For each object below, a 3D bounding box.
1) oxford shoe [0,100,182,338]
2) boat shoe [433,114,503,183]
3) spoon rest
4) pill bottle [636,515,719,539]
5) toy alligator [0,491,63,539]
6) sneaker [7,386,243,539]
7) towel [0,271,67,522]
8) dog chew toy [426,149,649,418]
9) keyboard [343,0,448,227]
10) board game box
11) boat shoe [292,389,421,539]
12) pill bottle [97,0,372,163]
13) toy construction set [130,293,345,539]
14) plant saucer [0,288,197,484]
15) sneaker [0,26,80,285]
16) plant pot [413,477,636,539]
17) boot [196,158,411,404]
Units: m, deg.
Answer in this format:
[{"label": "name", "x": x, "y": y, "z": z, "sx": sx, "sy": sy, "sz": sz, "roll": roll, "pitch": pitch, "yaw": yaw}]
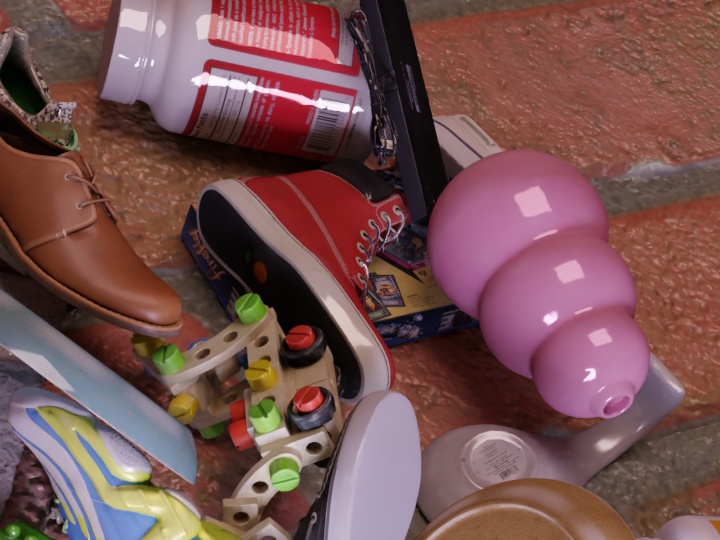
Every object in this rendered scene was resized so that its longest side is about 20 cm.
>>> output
[{"label": "oxford shoe", "x": -0.184, "y": -0.033, "z": 1.494, "sx": 0.200, "sy": 0.071, "sz": 0.071, "roll": 40, "pitch": 22, "yaw": 13}, {"label": "boat shoe", "x": 0.113, "y": -0.046, "z": 1.718, "sx": 0.070, "sy": 0.071, "sz": 0.200, "roll": -21, "pitch": 51, "yaw": -34}, {"label": "spoon rest", "x": 0.125, "y": 0.124, "z": 1.570, "sx": 0.200, "sy": 0.061, "sz": 0.099, "roll": -25, "pitch": 58, "yaw": -23}, {"label": "pill bottle", "x": 0.250, "y": 0.211, "z": 1.486, "sx": 0.200, "sy": 0.109, "sz": 0.109, "roll": 5, "pitch": 46, "yaw": -18}, {"label": "toy alligator", "x": -0.210, "y": 0.175, "z": 1.371, "sx": 0.059, "sy": 0.054, "sz": 0.200, "roll": 30, "pitch": 43, "yaw": 8}, {"label": "sneaker", "x": -0.147, "y": 0.158, "z": 1.371, "sx": 0.200, "sy": 0.076, "sz": 0.105, "roll": 38, "pitch": 81, "yaw": 9}, {"label": "towel", "x": -0.264, "y": 0.065, "z": 1.474, "sx": 0.132, "sy": 0.034, "sz": 0.200, "roll": 15, "pitch": 44, "yaw": -7}, {"label": "dog chew toy", "x": 0.125, "y": 0.015, "z": 1.565, "sx": 0.125, "sy": 0.125, "sz": 0.200, "roll": -6, "pitch": 50, "yaw": -27}, {"label": "keyboard", "x": 0.021, "y": -0.128, "z": 1.631, "sx": 0.127, "sy": 0.021, "sz": 0.200, "roll": 16, "pitch": 58, "yaw": -69}, {"label": "board game box", "x": -0.007, "y": -0.005, "z": 1.649, "sx": 0.200, "sy": 0.035, "sz": 0.136, "roll": -11, "pitch": 53, "yaw": -31}, {"label": "boat shoe", "x": -0.014, "y": 0.167, "z": 1.391, "sx": 0.069, "sy": 0.057, "sz": 0.200, "roll": 27, "pitch": 70, "yaw": -52}, {"label": "pill bottle", "x": -0.084, "y": -0.146, "z": 1.701, "sx": 0.200, "sy": 0.112, "sz": 0.112, "roll": 11, "pitch": 44, "yaw": -13}, {"label": "toy construction set", "x": -0.072, "y": 0.097, "z": 1.463, "sx": 0.131, "sy": 0.092, "sz": 0.200, "roll": -20, "pitch": 49, "yaw": 8}, {"label": "plant saucer", "x": -0.171, "y": 0.057, "z": 1.387, "sx": 0.200, "sy": 0.200, "sz": 0.027, "roll": 34, "pitch": 83, "yaw": 13}, {"label": "sneaker", "x": -0.216, "y": -0.075, "z": 1.567, "sx": 0.077, "sy": 0.089, "sz": 0.200, "roll": -20, "pitch": 76, "yaw": -46}, {"label": "plant pot", "x": 0.078, "y": 0.212, "z": 1.361, "sx": 0.027, "sy": 0.200, "sz": 0.200, "roll": 32, "pitch": 29, "yaw": -45}, {"label": "boot", "x": 0.000, "y": 0.000, "z": 1.573, "sx": 0.144, "sy": 0.072, "sz": 0.200, "roll": -13, "pitch": 50, "yaw": -33}]
